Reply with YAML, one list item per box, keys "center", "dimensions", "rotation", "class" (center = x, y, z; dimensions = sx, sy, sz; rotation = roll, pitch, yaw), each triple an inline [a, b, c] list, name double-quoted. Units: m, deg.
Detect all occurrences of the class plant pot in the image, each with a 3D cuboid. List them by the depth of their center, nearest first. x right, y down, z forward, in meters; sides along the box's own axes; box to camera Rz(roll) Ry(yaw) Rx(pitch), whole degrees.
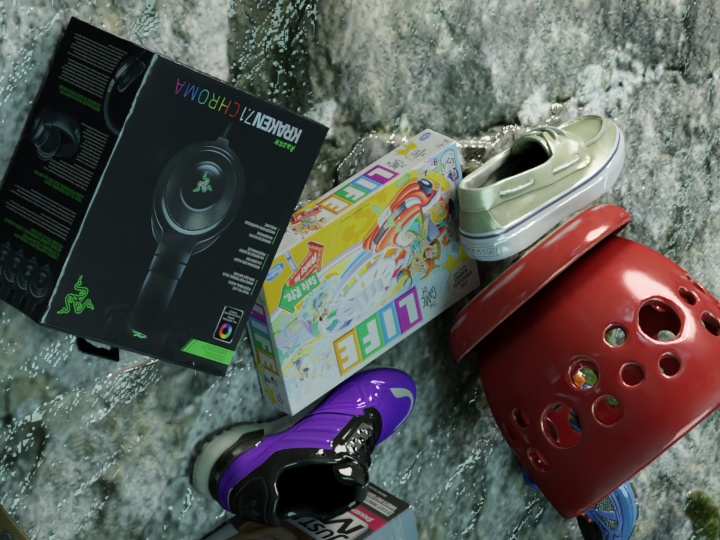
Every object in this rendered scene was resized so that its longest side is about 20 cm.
- center: [0.181, 0.064, 1.830]
  dimensions: [0.200, 0.183, 0.200]
  rotation: [-39, 173, -5]
  class: "plant pot"

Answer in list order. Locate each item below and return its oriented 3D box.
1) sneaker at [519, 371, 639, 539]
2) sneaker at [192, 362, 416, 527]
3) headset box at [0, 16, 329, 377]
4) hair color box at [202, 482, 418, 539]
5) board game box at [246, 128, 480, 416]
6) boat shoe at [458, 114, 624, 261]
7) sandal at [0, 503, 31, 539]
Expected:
- center: [0.172, 0.167, 1.994]
  dimensions: [0.078, 0.075, 0.200]
  rotation: [-35, 123, -17]
  class: "sneaker"
- center: [-0.019, 0.140, 1.756]
  dimensions: [0.200, 0.099, 0.070]
  rotation: [-26, 128, -34]
  class: "sneaker"
- center: [-0.142, -0.039, 1.556]
  dimensions: [0.174, 0.093, 0.201]
  rotation: [21, 94, -47]
  class: "headset box"
- center: [-0.061, 0.227, 1.758]
  dimensions: [0.200, 0.099, 0.061]
  rotation: [-33, 130, -30]
  class: "hair color box"
- center: [0.000, 0.000, 1.759]
  dimensions: [0.200, 0.034, 0.135]
  rotation: [-34, 130, -29]
  class: "board game box"
- center: [0.143, -0.077, 1.819]
  dimensions: [0.200, 0.072, 0.062]
  rotation: [-41, 131, -44]
  class: "boat shoe"
- center: [-0.257, 0.203, 1.593]
  dimensions: [0.080, 0.054, 0.200]
  rotation: [-43, 119, -29]
  class: "sandal"
